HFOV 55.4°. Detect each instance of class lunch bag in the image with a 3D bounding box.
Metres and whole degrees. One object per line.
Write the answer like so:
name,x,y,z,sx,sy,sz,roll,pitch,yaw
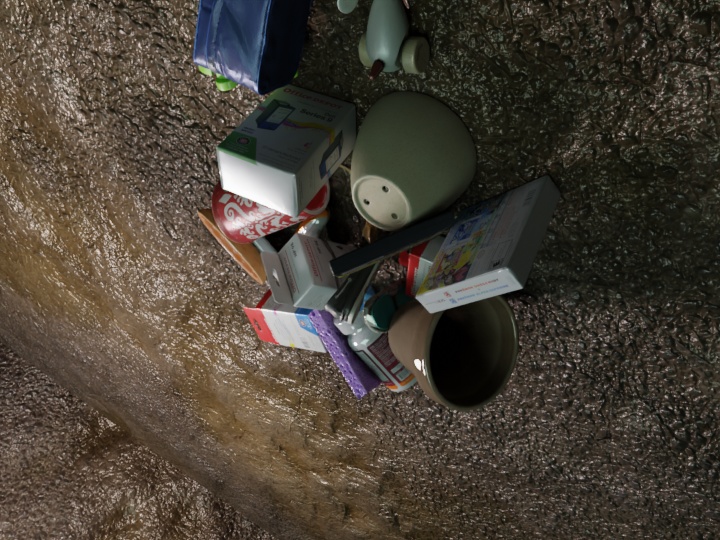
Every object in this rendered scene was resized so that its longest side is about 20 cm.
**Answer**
lunch bag,-0.154,-0.367,0.959,0.130,0.136,0.203,24,119,12

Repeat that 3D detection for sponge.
sponge,-0.027,0.162,1.426,0.030,0.111,0.202,-36,79,21

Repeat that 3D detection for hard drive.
hard drive,-0.206,-0.047,1.422,0.201,0.026,0.131,51,168,-19

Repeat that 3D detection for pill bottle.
pill bottle,0.041,0.144,1.408,0.201,0.110,0.109,48,142,-18

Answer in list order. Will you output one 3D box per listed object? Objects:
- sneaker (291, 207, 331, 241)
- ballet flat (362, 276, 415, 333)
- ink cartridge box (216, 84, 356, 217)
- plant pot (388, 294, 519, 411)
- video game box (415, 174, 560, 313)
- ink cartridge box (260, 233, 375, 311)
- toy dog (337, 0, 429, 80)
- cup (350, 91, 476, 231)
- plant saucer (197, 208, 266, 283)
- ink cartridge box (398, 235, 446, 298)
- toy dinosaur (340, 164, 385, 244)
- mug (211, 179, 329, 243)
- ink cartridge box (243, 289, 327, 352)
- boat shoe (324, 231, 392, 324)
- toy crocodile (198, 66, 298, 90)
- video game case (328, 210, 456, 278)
sneaker,-0.081,-0.061,1.324,0.091,0.077,0.200,30,152,-7
ballet flat,0.044,0.068,1.250,0.070,0.199,0.074,8,108,27
ink cartridge box,-0.111,-0.196,1.083,0.143,0.201,0.089,21,139,18
plant pot,0.138,0.114,1.149,0.202,0.200,0.173,53,160,-24
video game box,0.190,-0.037,1.019,0.180,0.202,0.047,-18,122,48
ink cartridge box,-0.075,0.007,1.250,0.197,0.118,0.067,12,137,-44
toy dog,0.022,-0.338,0.908,0.130,0.097,0.202,-6,128,41
cup,0.061,-0.146,1.048,0.197,0.144,0.203,21,141,18
plant saucer,-0.261,-0.057,1.434,0.200,0.037,0.201,45,169,11
ink cartridge box,0.146,0.007,1.211,0.196,0.068,0.117,23,143,17
toy dinosaur,0.017,-0.123,1.156,0.105,0.202,0.060,26,120,-37
mug,-0.172,-0.149,1.244,0.197,0.135,0.179,-11,126,40
ink cartridge box,-0.158,0.110,1.552,0.196,0.068,0.118,6,134,34
boat shoe,0.000,0.000,1.204,0.056,0.202,0.067,23,148,6
toy crocodile,-0.186,-0.338,1.112,0.196,0.062,0.068,7,136,26
video game case,0.047,-0.038,1.083,0.181,0.196,0.026,60,-173,-88
